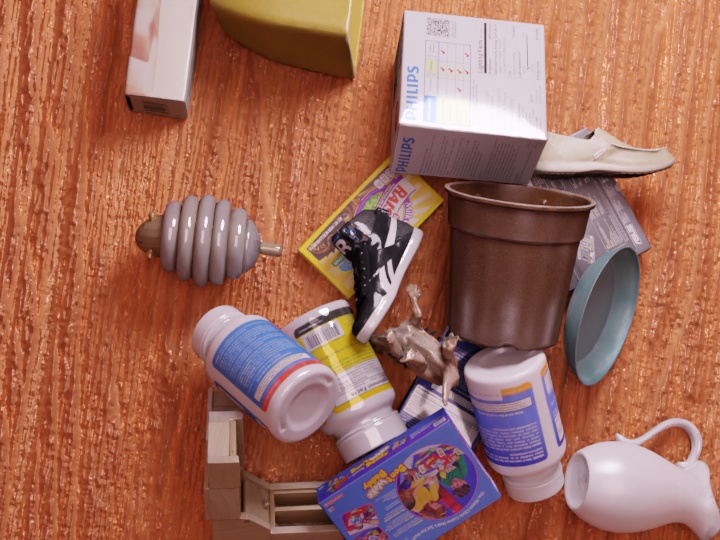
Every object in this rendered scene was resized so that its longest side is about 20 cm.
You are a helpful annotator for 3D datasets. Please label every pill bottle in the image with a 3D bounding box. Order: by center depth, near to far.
[{"bbox_3d":[-0.130,0.126,1.499,0.112,0.112,0.200,-49,52,-8],"label":"pill bottle"},{"bbox_3d":[0.214,0.207,1.563,0.112,0.112,0.200,-18,111,-6],"label":"pill bottle"},{"bbox_3d":[-0.023,0.151,1.564,0.114,0.114,0.200,-26,80,-7],"label":"pill bottle"}]

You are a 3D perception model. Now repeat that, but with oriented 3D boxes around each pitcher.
[{"bbox_3d":[0.388,0.279,1.600,0.200,0.121,0.172,10,62,-14],"label":"pitcher"}]

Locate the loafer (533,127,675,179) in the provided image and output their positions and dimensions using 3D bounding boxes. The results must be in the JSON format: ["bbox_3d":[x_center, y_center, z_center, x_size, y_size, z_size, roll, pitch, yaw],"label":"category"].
[{"bbox_3d":[0.339,-0.164,1.610,0.200,0.076,0.068,-1,89,-5],"label":"loafer"}]

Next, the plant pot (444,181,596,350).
[{"bbox_3d":[0.203,-0.006,1.547,0.200,0.200,0.199,4,102,-4],"label":"plant pot"}]

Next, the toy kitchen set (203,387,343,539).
[{"bbox_3d":[-0.114,0.245,1.535,0.180,0.200,0.163,-1,45,-5],"label":"toy kitchen set"}]

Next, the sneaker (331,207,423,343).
[{"bbox_3d":[0.000,0.000,1.571,0.112,0.073,0.200,28,53,-2],"label":"sneaker"}]

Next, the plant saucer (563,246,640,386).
[{"bbox_3d":[0.327,0.059,1.593,0.036,0.200,0.200,19,80,32],"label":"plant saucer"}]

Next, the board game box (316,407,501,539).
[{"bbox_3d":[0.062,0.290,1.505,0.200,0.045,0.135,-33,106,3],"label":"board game box"}]

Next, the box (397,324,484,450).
[{"bbox_3d":[0.130,0.179,1.623,0.121,0.032,0.200,31,84,-1],"label":"box"}]

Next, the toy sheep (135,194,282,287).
[{"bbox_3d":[-0.206,-0.040,1.572,0.200,0.138,0.138,2,83,-5],"label":"toy sheep"}]

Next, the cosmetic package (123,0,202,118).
[{"bbox_3d":[-0.272,-0.324,1.617,0.087,0.103,0.200,7,81,-5],"label":"cosmetic package"}]

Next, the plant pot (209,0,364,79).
[{"bbox_3d":[-0.098,-0.393,1.600,0.200,0.196,0.195,6,83,3],"label":"plant pot"}]

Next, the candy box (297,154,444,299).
[{"bbox_3d":[0.015,-0.064,1.647,0.102,0.026,0.200,44,82,-2],"label":"candy box"}]

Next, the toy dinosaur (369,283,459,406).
[{"bbox_3d":[0.087,0.114,1.546,0.086,0.136,0.200,-35,51,-9],"label":"toy dinosaur"}]

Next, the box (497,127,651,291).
[{"bbox_3d":[0.299,-0.081,1.660,0.158,0.048,0.200,-28,86,-7],"label":"box"}]

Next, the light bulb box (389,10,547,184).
[{"bbox_3d":[0.146,-0.238,1.600,0.200,0.125,0.199,5,62,-4],"label":"light bulb box"}]
